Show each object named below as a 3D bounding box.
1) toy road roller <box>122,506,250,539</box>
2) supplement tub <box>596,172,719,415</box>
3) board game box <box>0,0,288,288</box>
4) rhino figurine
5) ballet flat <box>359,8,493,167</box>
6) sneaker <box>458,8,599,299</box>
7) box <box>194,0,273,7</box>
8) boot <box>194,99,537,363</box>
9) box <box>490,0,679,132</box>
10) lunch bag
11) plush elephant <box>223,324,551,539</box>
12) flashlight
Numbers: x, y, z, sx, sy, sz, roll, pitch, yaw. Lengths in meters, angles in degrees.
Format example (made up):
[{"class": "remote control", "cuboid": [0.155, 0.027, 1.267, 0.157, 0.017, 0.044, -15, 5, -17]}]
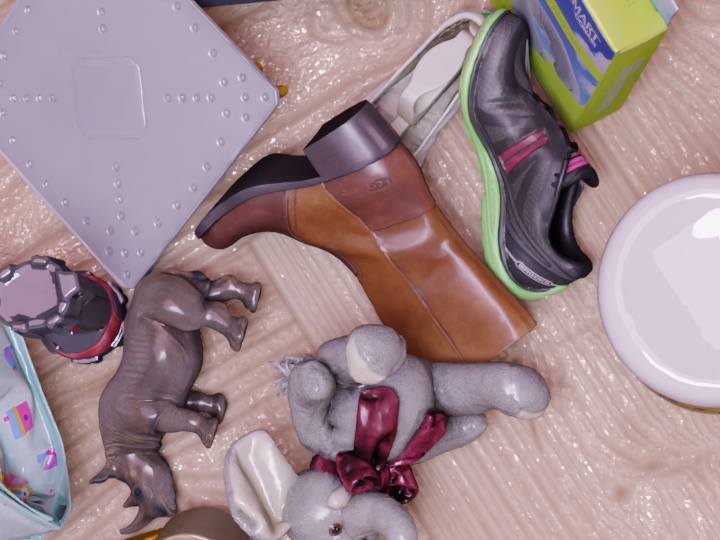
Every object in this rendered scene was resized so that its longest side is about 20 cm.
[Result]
[{"class": "toy road roller", "cuboid": [-0.157, 0.263, 1.575, 0.199, 0.123, 0.146, -21, 96, 8]}, {"class": "supplement tub", "cuboid": [0.231, 0.020, 1.486, 0.145, 0.200, 0.146, -1, 84, 10]}, {"class": "board game box", "cuboid": [-0.171, -0.123, 1.618, 0.200, 0.026, 0.200, 47, 120, 11]}, {"class": "rhino figurine", "cuboid": [-0.139, 0.092, 1.613, 0.087, 0.060, 0.201, 18, 99, 2]}, {"class": "ballet flat", "cuboid": [0.026, -0.106, 1.603, 0.069, 0.069, 0.200, 40, 92, 11]}, {"class": "sneaker", "cuboid": [0.121, -0.082, 1.565, 0.083, 0.077, 0.201, -5, 102, 28]}, {"class": "box", "cuboid": [-0.040, -0.294, 1.559, 0.181, 0.200, 0.104, -4, 40, 11]}, {"class": "boot", "cuboid": [0.000, 0.000, 1.593, 0.188, 0.069, 0.200, -29, 104, 30]}, {"class": "box", "cuboid": [0.144, -0.178, 1.519, 0.048, 0.200, 0.122, -28, 80, -11]}, {"class": "lunch bag", "cuboid": [-0.303, 0.109, 1.579, 0.170, 0.122, 0.201, -19, 101, 35]}, {"class": "plush elephant", "cuboid": [0.000, 0.131, 1.535, 0.200, 0.164, 0.155, -7, 71, 47]}, {"class": "flashlight", "cuboid": [-0.207, 0.026, 1.560, 0.068, 0.200, 0.068, 27, 89, 9]}]
